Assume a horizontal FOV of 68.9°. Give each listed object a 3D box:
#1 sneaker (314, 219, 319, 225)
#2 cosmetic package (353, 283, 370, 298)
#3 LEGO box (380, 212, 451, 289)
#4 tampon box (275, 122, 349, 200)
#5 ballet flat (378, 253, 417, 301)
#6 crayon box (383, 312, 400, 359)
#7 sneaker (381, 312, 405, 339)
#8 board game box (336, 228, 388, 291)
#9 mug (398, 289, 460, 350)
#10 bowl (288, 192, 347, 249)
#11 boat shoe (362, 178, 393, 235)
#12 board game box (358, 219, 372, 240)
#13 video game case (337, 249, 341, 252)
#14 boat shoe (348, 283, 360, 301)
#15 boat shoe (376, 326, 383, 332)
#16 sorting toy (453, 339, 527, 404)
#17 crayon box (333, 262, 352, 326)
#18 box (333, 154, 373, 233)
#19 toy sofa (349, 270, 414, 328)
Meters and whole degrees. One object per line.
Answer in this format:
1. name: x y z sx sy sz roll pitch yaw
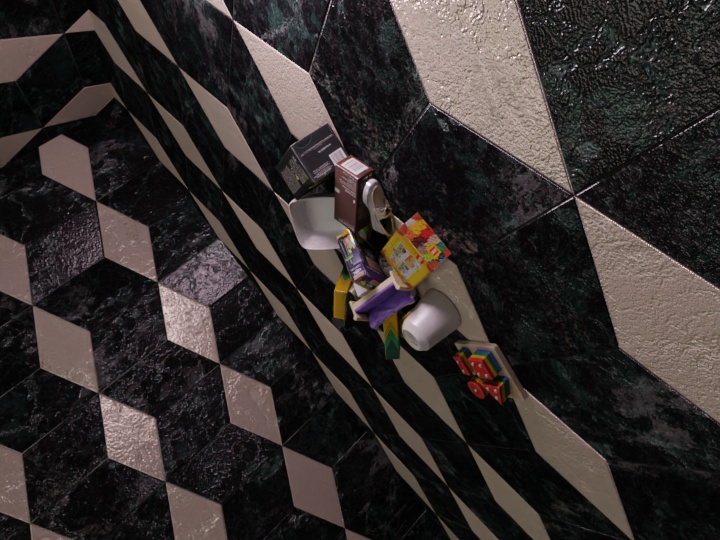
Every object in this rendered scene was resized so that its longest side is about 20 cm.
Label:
1. sneaker: -0.175 -0.206 1.892 0.116 0.075 0.199 60 175 -7
2. cosmetic package: 0.000 0.000 1.761 0.082 0.050 0.204 28 -144 -54
3. LEGO box: 0.154 -0.051 1.507 0.150 0.077 0.200 50 158 4
4. tampon box: -0.148 -0.326 1.597 0.128 0.149 0.199 55 158 -7
5. ballet flat: 0.131 0.022 1.702 0.072 0.072 0.203 5 129 61
6. crayon box: 0.103 0.174 1.745 0.127 0.049 0.206 -76 -17 -71
7. sneaker: 0.139 0.204 1.871 0.198 0.075 0.088 38 138 -7
8. board game box: 0.015 -0.023 1.663 0.199 0.056 0.168 27 -144 -60
9. mug: 0.206 0.173 1.645 0.150 0.152 0.187 46 158 10
10. bowl: -0.124 -0.171 1.742 0.194 0.076 0.204 -2 127 15
11. boat shoe: 0.059 -0.176 1.520 0.065 0.072 0.203 30 151 32
12. board game box: 0.004 -0.181 1.679 0.096 0.030 0.201 46 159 17
13. video game case: -0.058 -0.122 1.898 0.181 0.024 0.203 37 154 35
14. boat shoe: -0.004 0.114 1.869 0.071 0.062 0.203 32 152 39
15. boat shoe: 0.063 0.171 2.051 0.064 0.072 0.202 28 158 35
16. sorting toy: 0.385 0.322 1.622 0.201 0.069 0.199 57 158 -11
17. crayon box: -0.057 0.082 1.891 0.050 0.202 0.128 9 127 7
18. box: -0.023 -0.224 1.559 0.099 0.074 0.203 36 144 29
19. toy sofa: 0.067 0.095 1.622 0.199 0.082 0.100 -37 63 29
